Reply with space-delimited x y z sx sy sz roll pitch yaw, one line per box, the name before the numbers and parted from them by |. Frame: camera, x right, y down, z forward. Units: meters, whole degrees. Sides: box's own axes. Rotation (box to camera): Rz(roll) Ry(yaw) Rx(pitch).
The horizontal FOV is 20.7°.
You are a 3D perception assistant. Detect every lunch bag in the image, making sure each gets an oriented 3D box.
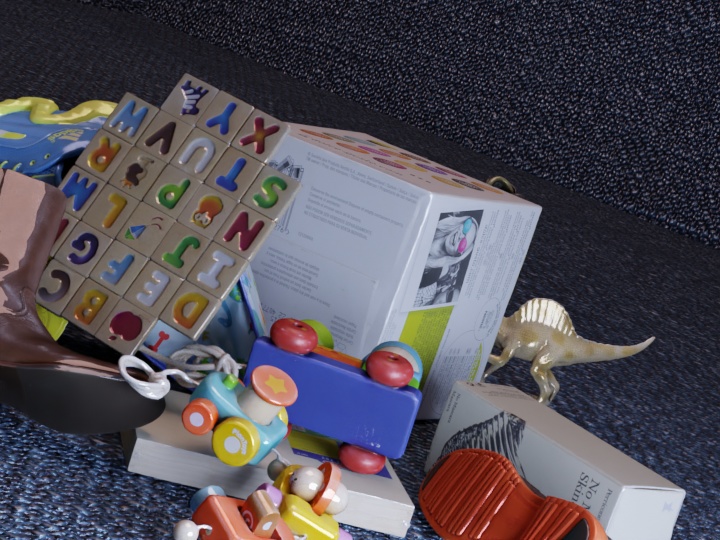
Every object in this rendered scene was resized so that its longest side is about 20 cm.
lunch bag | -0.134 0.021 1.502 0.200 0.127 0.170 55 2 -15

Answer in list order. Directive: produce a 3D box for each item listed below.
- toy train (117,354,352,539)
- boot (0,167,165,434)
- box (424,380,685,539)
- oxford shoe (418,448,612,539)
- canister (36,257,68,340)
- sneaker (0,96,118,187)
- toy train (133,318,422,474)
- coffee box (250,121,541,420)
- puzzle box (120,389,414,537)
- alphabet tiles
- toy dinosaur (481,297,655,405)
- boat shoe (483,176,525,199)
toy train | -0.069 0.114 1.216 0.150 0.056 0.200 22 26 -43
boot | -0.214 0.010 1.334 0.185 0.064 0.201 10 45 -6
box | 0.138 0.154 1.440 0.068 0.083 0.200 10 12 -38
oxford shoe | 0.109 0.181 1.345 0.073 0.071 0.200 45 -9 -32
canister | -0.332 -0.010 1.482 0.199 0.087 0.148 24 12 36
sneaker | -0.263 -0.085 1.483 0.199 0.076 0.105 -9 26 -4
toy train | -0.051 0.064 1.397 0.199 0.085 0.116 19 17 4
coffee box | 0.000 0.000 1.669 0.199 0.201 0.197 25 12 31
puzzle box | -0.069 0.130 1.367 0.199 0.026 0.133 16 10 -13
alphabet tiles | -0.142 -0.041 1.386 0.166 0.200 0.006 29 -13 26
toy dinosaur | 0.173 0.078 1.832 0.199 0.102 0.058 17 10 -6
boat shoe | 0.204 -0.108 2.942 0.071 0.066 0.201 14 11 -18
